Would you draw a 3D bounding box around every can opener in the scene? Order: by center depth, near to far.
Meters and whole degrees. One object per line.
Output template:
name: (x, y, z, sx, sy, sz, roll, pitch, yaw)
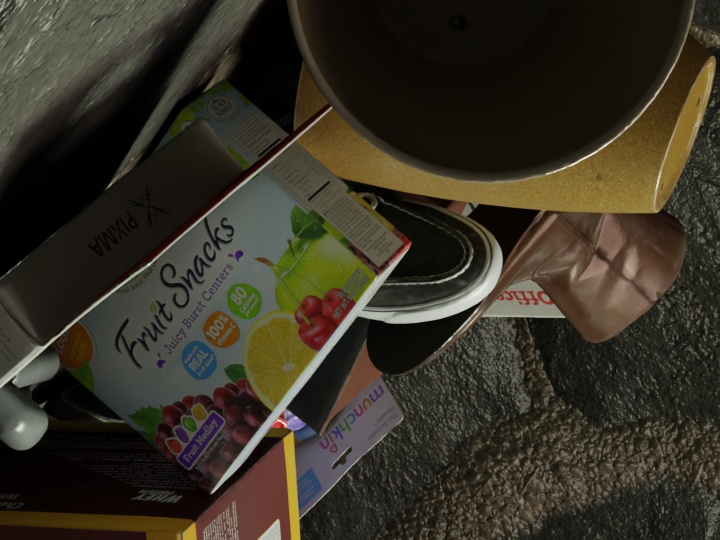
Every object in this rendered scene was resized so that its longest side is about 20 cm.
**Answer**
can opener: (-0.194, 0.069, 1.454, 0.053, 0.066, 0.200, -50, -179, 4)

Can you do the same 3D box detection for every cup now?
cup: (0.058, -0.151, 1.372, 0.201, 0.200, 0.143, -50, -172, 3)

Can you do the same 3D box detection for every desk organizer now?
desk organizer: (0.000, 0.000, 1.704, 0.077, 0.072, 0.201, -39, 161, -47)

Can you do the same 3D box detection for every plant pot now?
plant pot: (0.090, -0.110, 1.526, 0.186, 0.199, 0.187, 21, 90, -78)

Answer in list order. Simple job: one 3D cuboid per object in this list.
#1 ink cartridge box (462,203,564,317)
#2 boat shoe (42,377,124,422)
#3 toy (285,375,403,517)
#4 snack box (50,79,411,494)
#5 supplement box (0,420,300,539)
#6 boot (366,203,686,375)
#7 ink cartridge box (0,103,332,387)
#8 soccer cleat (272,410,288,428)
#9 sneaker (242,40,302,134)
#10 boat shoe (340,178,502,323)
ink cartridge box: (0.074, -0.068, 1.782, 0.146, 0.201, 0.084, 0, -140, 51)
boat shoe: (-0.164, 0.078, 1.849, 0.068, 0.071, 0.200, -67, 171, 12)
toy: (-0.065, 0.061, 1.927, 0.115, 0.201, 0.047, -45, 146, 22)
snack box: (-0.081, 0.011, 1.533, 0.200, 0.142, 0.053, -53, 173, 36)
supplement box: (-0.159, 0.184, 1.646, 0.200, 0.196, 0.134, -40, 129, -68)
boot: (0.108, 0.015, 1.675, 0.187, 0.064, 0.200, -49, 147, 3)
ink cartridge box: (-0.116, -0.020, 1.341, 0.173, 0.044, 0.200, -38, -176, 39)
soccer cleat: (-0.078, 0.079, 1.870, 0.076, 0.201, 0.067, -24, 161, 13)
sneaker: (-0.044, -0.083, 1.668, 0.082, 0.073, 0.200, -46, 166, 1)
boat shoe: (-0.019, -0.020, 1.570, 0.068, 0.198, 0.074, 62, 43, -72)
